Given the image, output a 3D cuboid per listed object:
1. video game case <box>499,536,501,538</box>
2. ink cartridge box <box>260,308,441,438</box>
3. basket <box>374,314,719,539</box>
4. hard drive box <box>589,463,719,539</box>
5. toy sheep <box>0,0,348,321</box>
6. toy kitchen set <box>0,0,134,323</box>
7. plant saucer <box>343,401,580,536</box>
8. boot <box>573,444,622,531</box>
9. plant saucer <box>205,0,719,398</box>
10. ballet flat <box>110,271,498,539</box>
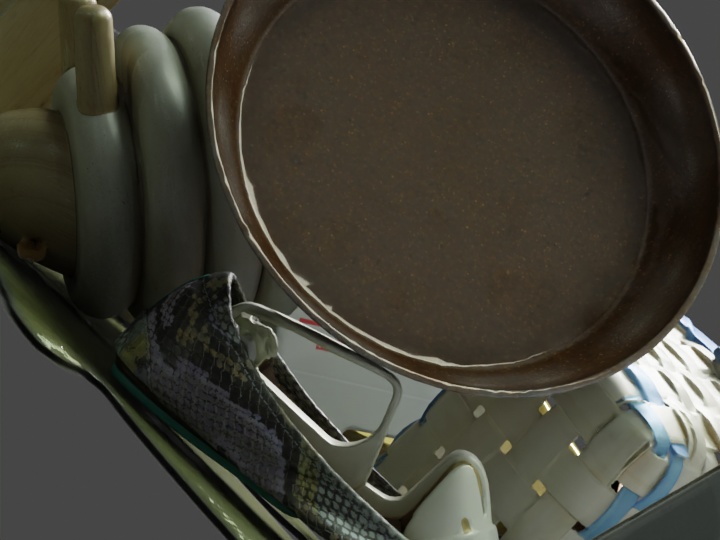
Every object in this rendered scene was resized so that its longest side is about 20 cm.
[{"bbox_3d":[0.044,0.123,1.331,0.200,0.045,0.181,44,2,10],"label":"video game case"},{"bbox_3d":[0.000,0.000,1.052,0.117,0.201,0.067,15,-16,-30],"label":"ink cartridge box"},{"bbox_3d":[0.103,0.095,0.969,0.200,0.176,0.139,30,19,-48],"label":"basket"},{"bbox_3d":[0.127,0.125,0.780,0.077,0.156,0.200,62,9,23],"label":"hard drive box"},{"bbox_3d":[-0.054,-0.041,0.941,0.138,0.199,0.138,177,-90,-79],"label":"toy sheep"},{"bbox_3d":[-0.081,-0.084,1.090,0.163,0.180,0.200,45,1,37],"label":"toy kitchen set"},{"bbox_3d":[0.012,0.053,1.206,0.200,0.048,0.200,21,27,-41],"label":"plant saucer"},{"bbox_3d":[0.162,0.138,1.181,0.155,0.077,0.200,37,17,-7],"label":"boot"},{"bbox_3d":[0.036,-0.044,0.883,0.200,0.200,0.034,43,-30,1],"label":"plant saucer"},{"bbox_3d":[0.003,0.075,0.847,0.200,0.072,0.072,44,1,2],"label":"ballet flat"}]
